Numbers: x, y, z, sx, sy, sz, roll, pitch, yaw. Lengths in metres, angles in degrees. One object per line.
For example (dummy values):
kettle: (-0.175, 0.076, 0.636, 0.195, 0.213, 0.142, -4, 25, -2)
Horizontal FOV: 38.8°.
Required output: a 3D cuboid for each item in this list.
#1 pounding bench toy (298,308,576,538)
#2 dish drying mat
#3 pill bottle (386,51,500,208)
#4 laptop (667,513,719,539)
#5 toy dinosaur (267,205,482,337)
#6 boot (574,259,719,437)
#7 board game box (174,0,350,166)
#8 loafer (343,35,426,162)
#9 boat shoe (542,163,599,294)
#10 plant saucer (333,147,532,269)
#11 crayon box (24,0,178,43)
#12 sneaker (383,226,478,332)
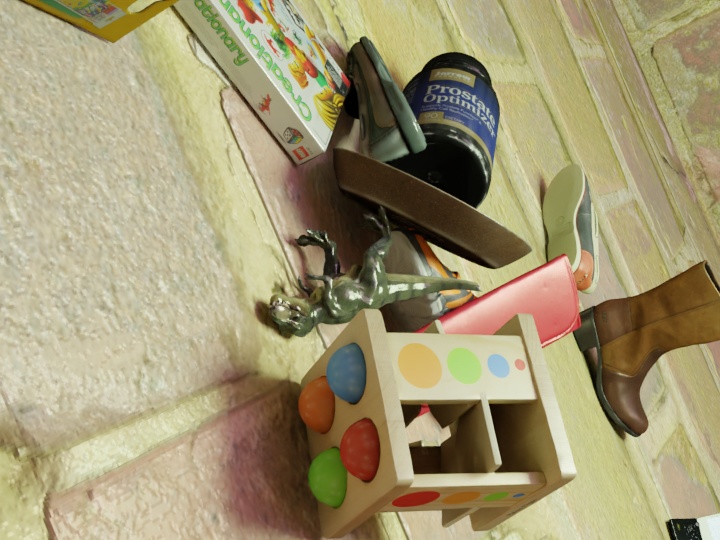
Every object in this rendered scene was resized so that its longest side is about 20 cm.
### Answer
pounding bench toy: (0.027, 0.129, 0.757, 0.156, 0.200, 0.125, 3, 59, -25)
dish drying mat: (0.117, 0.057, 0.905, 0.200, 0.018, 0.077, -25, 110, -26)
pill bottle: (0.089, -0.148, 1.077, 0.112, 0.112, 0.200, 52, 31, -26)
laptop: (0.529, 0.423, 1.427, 0.200, 0.103, 0.178, 20, 52, -55)
toy dinosaur: (0.000, 0.000, 0.834, 0.199, 0.047, 0.088, -12, 70, -31)
boot: (0.402, 0.106, 1.339, 0.068, 0.200, 0.189, -5, 74, -62)
board game box: (-0.087, -0.204, 0.891, 0.200, 0.035, 0.126, 51, 31, -27)
loafer: (0.007, -0.167, 0.992, 0.072, 0.063, 0.200, 59, 5, -36)
boat shoe: (0.298, -0.060, 1.419, 0.062, 0.071, 0.200, 31, 47, -29)
plant saucer: (0.058, -0.050, 0.918, 0.200, 0.200, 0.035, 26, 90, -51)
crayon box: (-0.186, -0.222, 0.631, 0.200, 0.125, 0.052, 18, 54, -56)
sneaker: (0.095, 0.030, 0.943, 0.112, 0.078, 0.200, -35, 115, -23)
